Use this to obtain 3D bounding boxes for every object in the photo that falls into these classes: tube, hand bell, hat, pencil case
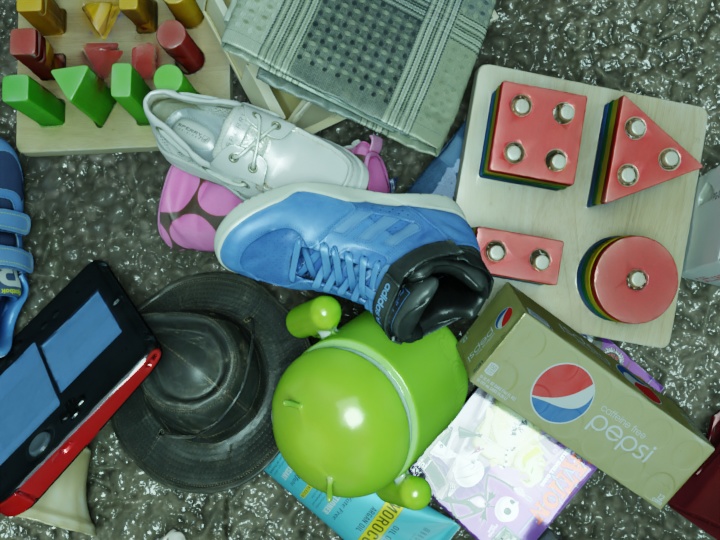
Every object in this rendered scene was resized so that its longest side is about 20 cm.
[{"bbox_3d":[-0.017,0.184,0.853,0.199,0.050,0.078,37,106,4],"label":"tube"},{"bbox_3d":[-0.246,0.115,0.868,0.103,0.104,0.202,13,72,6],"label":"hand bell"},{"bbox_3d":[-0.142,0.078,0.826,0.198,0.081,0.203,-8,65,19],"label":"hat"},{"bbox_3d":[-0.072,-0.062,0.848,0.197,0.091,0.095,0,96,17],"label":"pencil case"}]

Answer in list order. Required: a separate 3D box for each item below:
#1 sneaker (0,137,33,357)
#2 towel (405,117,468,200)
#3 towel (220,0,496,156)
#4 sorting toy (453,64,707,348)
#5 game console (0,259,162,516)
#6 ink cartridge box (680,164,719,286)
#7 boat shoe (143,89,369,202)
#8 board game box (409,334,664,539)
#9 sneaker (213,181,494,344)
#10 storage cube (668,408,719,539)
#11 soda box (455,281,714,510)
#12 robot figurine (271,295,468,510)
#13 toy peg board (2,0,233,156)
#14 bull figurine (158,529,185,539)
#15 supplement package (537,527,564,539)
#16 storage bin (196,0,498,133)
[{"bbox_3d":[-0.318,-0.015,0.873,0.082,0.074,0.203,8,91,37],"label":"sneaker"},{"bbox_3d":[0.107,-0.064,0.870,0.111,0.049,0.200,40,87,7],"label":"towel"},{"bbox_3d":[0.006,-0.207,0.788,0.191,0.035,0.202,26,69,-9],"label":"towel"},{"bbox_3d":[0.177,-0.052,0.810,0.196,0.070,0.203,10,89,-4],"label":"sorting toy"},{"bbox_3d":[-0.249,0.087,0.816,0.177,0.200,0.031,-49,124,-2],"label":"game console"},{"bbox_3d":[0.364,-0.017,0.796,0.197,0.145,0.084,13,87,5],"label":"ink cartridge box"},{"bbox_3d":[-0.089,-0.094,0.783,0.198,0.069,0.071,18,74,24],"label":"boat shoe"},{"bbox_3d":[0.146,0.135,0.855,0.120,0.032,0.200,41,87,4],"label":"board game box"},{"bbox_3d":[0.000,-0.001,0.722,0.197,0.077,0.112,0,39,-22],"label":"sneaker"},{"bbox_3d":[0.366,0.162,0.757,0.199,0.180,0.172,33,86,8],"label":"storage cube"},{"bbox_3d":[0.173,0.098,0.780,0.199,0.064,0.068,35,103,-16],"label":"soda box"},{"bbox_3d":[0.010,0.097,0.780,0.115,0.200,0.177,-24,94,34],"label":"robot figurine"},{"bbox_3d":[-0.218,-0.213,0.888,0.197,0.098,0.202,-2,83,4],"label":"toy peg board"},{"bbox_3d":[-0.136,0.316,0.825,0.120,0.065,0.203,7,91,38],"label":"bull figurine"},{"bbox_3d":[0.160,0.284,0.747,0.117,0.200,0.117,37,87,7],"label":"supplement package"},{"bbox_3d":[-0.027,-0.240,0.849,0.197,0.094,0.202,-27,83,-19],"label":"storage bin"}]
